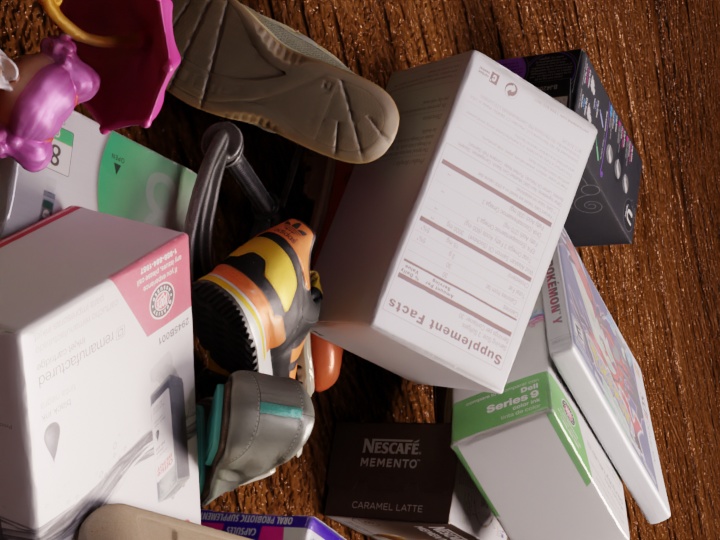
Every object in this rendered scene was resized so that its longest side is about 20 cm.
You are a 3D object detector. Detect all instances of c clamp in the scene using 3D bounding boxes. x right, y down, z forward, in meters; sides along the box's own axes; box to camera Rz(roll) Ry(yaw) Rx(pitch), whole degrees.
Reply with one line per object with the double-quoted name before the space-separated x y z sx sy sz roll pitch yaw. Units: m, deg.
"c clamp" -0.082 -0.038 0.925 0.200 0.027 0.172 47 53 -75

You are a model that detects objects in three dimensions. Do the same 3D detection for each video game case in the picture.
"video game case" 0.194 0.074 1.110 0.200 0.023 0.183 56 21 -31

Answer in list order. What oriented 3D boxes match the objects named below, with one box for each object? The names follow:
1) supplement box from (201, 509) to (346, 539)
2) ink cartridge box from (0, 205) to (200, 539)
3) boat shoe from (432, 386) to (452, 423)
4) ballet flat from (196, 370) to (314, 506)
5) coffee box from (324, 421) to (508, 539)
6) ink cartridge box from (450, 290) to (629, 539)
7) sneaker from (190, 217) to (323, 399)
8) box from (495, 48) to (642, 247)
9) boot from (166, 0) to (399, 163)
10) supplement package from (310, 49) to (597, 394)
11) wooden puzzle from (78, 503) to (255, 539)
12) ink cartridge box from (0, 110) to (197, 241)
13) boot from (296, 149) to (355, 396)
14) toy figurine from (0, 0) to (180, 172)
"supplement box" -0.072 0.266 0.887 0.103 0.101 0.201 46 48 -50
"ink cartridge box" -0.156 0.087 0.722 0.146 0.084 0.201 -37 135 -55
"boat shoe" 0.085 0.080 1.213 0.072 0.072 0.201 41 42 -33
"ballet flat" -0.071 0.105 0.822 0.200 0.063 0.068 137 -43 -68
"coffee box" 0.069 0.190 1.136 0.200 0.114 0.080 40 53 -54
"ink cartridge box" 0.138 0.110 1.085 0.146 0.087 0.200 58 19 -27
"sneaker" -0.055 0.044 0.884 0.090 0.070 0.200 -44 158 -24
"box" 0.193 -0.114 1.376 0.200 0.122 0.106 47 48 -49
"boot" -0.075 -0.139 0.927 0.072 0.199 0.155 -63 -169 8
"supplement package" 0.058 -0.031 0.952 0.117 0.117 0.201 27 77 -25
"wooden puzzle" -0.063 0.222 0.722 0.200 0.046 0.186 28 30 -58
"ink cartridge box" -0.166 0.016 0.792 0.161 0.050 0.201 26 63 -58
"boot" 0.000 0.000 1.018 0.075 0.107 0.201 116 -16 -74
"toy figurine" -0.175 -0.118 0.673 0.184 0.150 0.201 40 76 -43
